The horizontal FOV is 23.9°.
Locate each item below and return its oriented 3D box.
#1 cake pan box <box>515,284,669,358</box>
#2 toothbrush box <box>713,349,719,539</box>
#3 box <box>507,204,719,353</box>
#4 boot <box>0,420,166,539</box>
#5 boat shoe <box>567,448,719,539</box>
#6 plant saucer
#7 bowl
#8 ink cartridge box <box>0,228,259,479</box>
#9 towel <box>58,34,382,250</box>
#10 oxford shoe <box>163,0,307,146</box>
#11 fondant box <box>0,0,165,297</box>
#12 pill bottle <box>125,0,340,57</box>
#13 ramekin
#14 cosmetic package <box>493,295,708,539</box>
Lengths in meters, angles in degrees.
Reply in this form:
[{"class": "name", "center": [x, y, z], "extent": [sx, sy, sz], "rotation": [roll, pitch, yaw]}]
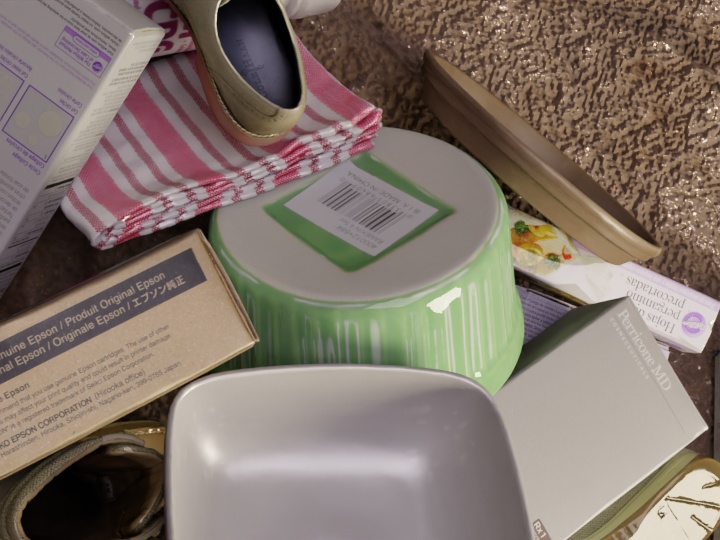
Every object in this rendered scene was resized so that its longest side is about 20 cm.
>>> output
[{"class": "cake pan box", "center": [0.102, 0.108, 1.143], "extent": [0.199, 0.052, 0.185], "rotation": [20, 79, -18]}, {"class": "toothbrush box", "center": [0.359, 0.133, 1.225], "extent": [0.199, 0.085, 0.148], "rotation": [6, 82, -22]}, {"class": "box", "center": [0.146, -0.001, 1.156], "extent": [0.199, 0.041, 0.039], "rotation": [24, 87, -8]}, {"class": "boot", "center": [-0.147, 0.125, 0.967], "extent": [0.199, 0.154, 0.073], "rotation": [-18, 87, -43]}, {"class": "boat shoe", "center": [0.149, 0.184, 1.106], "extent": [0.200, 0.063, 0.073], "rotation": [-39, 116, -14]}, {"class": "plant saucer", "center": [0.111, -0.069, 1.102], "extent": [0.200, 0.200, 0.030], "rotation": [38, 101, -14]}, {"class": "bowl", "center": [-0.009, 0.154, 0.906], "extent": [0.198, 0.075, 0.201], "rotation": [0, 64, -16]}, {"class": "ink cartridge box", "center": [-0.169, 0.053, 0.959], "extent": [0.164, 0.200, 0.075], "rotation": [-29, 93, -23]}, {"class": "towel", "center": [-0.103, -0.092, 1.041], "extent": [0.199, 0.146, 0.030], "rotation": [-22, 133, -22]}, {"class": "oxford shoe", "center": [-0.080, -0.171, 0.964], "extent": [0.071, 0.074, 0.201], "rotation": [-31, 95, -20]}, {"class": "fondant box", "center": [-0.225, -0.094, 0.960], "extent": [0.144, 0.058, 0.201], "rotation": [36, 104, 4]}, {"class": "pill bottle", "center": [-0.116, -0.192, 1.053], "extent": [0.199, 0.113, 0.114], "rotation": [-14, 89, -22]}, {"class": "ramekin", "center": [0.000, 0.000, 1.025], "extent": [0.199, 0.200, 0.098], "rotation": [-23, 133, -22]}, {"class": "cosmetic package", "center": [0.107, 0.112, 1.073], "extent": [0.199, 0.090, 0.107], "rotation": [-35, 94, -18]}]
